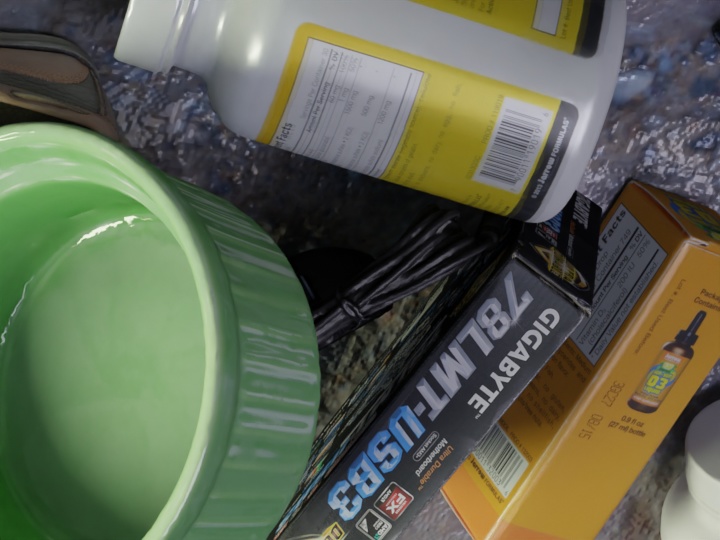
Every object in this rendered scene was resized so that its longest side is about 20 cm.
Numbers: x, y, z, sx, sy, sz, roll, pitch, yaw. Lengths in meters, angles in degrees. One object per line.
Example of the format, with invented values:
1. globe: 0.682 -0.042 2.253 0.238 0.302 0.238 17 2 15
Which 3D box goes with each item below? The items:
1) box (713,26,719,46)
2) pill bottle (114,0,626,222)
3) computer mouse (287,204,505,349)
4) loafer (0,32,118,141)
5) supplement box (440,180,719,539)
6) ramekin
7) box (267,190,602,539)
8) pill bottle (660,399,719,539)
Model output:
1. box: 0.303 -0.110 1.225 0.200 0.107 0.148 -39 131 2
2. pill bottle: 0.003 -0.099 1.052 0.199 0.112 0.112 17 116 -7
3. computer mouse: 0.000 0.000 1.130 0.140 0.200 0.046 -31 89 4
4. loafer: -0.198 -0.062 1.038 0.199 0.063 0.072 -6 123 -23
5. supplement box: 0.123 0.056 1.280 0.066 0.069 0.200 19 114 -36
6. ramekin: -0.113 0.046 1.015 0.200 0.200 0.098 -52 151 14
7. box: 0.033 0.055 1.156 0.050 0.199 0.200 37 104 -4
8. pill bottle: 0.221 0.169 1.377 0.112 0.112 0.200 -17 127 -15
